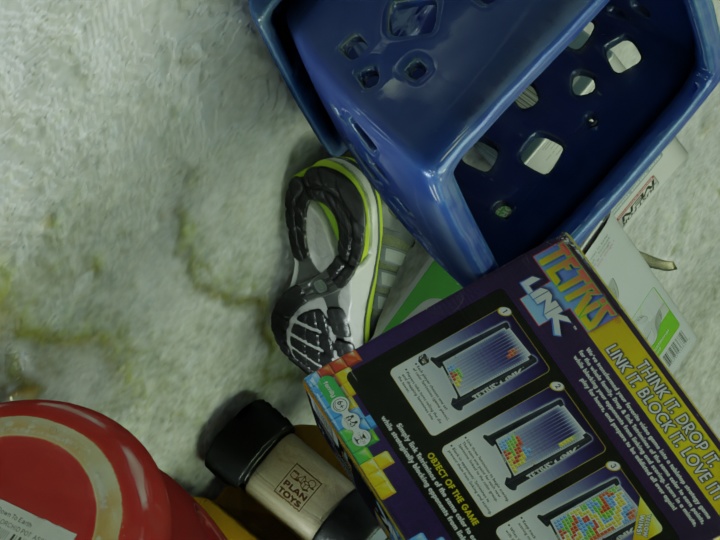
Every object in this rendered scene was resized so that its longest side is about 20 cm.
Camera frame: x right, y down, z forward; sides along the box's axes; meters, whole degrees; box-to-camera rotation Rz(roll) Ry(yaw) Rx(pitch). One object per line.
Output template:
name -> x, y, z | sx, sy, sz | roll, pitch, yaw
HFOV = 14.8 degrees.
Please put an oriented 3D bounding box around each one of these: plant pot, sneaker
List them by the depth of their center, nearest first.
plant pot -> 0.061, -0.126, 1.497 | 0.200, 0.180, 0.200 | -47, 154, -8
plant pot -> -0.166, 0.178, 1.503 | 0.200, 0.200, 0.183 | -43, 147, -17
sneaker -> 0.000, 0.000, 1.686 | 0.081, 0.074, 0.200 | -36, 152, -35

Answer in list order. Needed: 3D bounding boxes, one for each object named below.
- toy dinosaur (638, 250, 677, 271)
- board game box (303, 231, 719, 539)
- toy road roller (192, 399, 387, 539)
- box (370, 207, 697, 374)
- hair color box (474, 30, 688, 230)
toy dinosaur -> 0.104, 0.010, 1.846 | 0.200, 0.048, 0.088 | -22, 148, 12
board game box -> 0.089, 0.100, 1.431 | 0.165, 0.200, 0.057 | -28, 149, -9
toy road roller -> -0.063, 0.191, 1.773 | 0.200, 0.123, 0.146 | -50, 165, -4
box -> 0.096, 0.065, 1.712 | 0.200, 0.097, 0.176 | -54, 143, -9
hair color box -> 0.141, -0.085, 1.814 | 0.099, 0.061, 0.200 | -51, 154, 0
